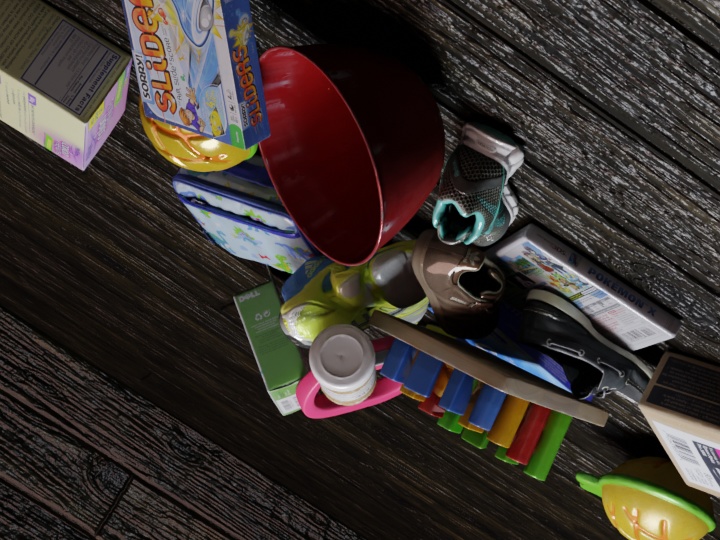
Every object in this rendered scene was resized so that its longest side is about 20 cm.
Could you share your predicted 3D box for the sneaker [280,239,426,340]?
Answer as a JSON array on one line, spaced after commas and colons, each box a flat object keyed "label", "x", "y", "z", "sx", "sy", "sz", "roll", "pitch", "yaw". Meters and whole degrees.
[{"label": "sneaker", "x": 0.000, "y": 0.000, "z": 1.682, "sx": 0.105, "sy": 0.200, "sz": 0.076, "roll": -123, "pitch": 14, "yaw": -55}]

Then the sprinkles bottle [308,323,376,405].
[{"label": "sprinkles bottle", "x": -0.017, "y": 0.105, "z": 1.669, "sx": 0.068, "sy": 0.068, "sz": 0.200, "roll": 29, "pitch": 172, "yaw": 6}]

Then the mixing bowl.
[{"label": "mixing bowl", "x": 0.002, "y": -0.116, "z": 1.337, "sx": 0.200, "sy": 0.108, "sz": 0.200, "roll": 43, "pitch": 148, "yaw": 36}]

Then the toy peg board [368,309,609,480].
[{"label": "toy peg board", "x": 0.122, "y": 0.140, "z": 1.645, "sx": 0.200, "sy": 0.098, "sz": 0.199, "roll": 25, "pitch": -178, "yaw": 42}]

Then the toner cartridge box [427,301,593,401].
[{"label": "toner cartridge box", "x": 0.177, "y": 0.083, "z": 1.768, "sx": 0.200, "sy": 0.043, "sz": 0.095, "roll": 39, "pitch": 160, "yaw": -25}]

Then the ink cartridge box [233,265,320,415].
[{"label": "ink cartridge box", "x": -0.118, "y": 0.081, "z": 2.048, "sx": 0.104, "sy": 0.059, "sz": 0.200, "roll": 71, "pitch": 176, "yaw": -66}]

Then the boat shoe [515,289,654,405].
[{"label": "boat shoe", "x": 0.235, "y": 0.099, "z": 1.603, "sx": 0.199, "sy": 0.066, "sz": 0.074, "roll": 40, "pitch": 160, "yaw": -30}]

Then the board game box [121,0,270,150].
[{"label": "board game box", "x": -0.150, "y": -0.214, "z": 1.342, "sx": 0.135, "sy": 0.034, "sz": 0.200, "roll": 21, "pitch": 132, "yaw": 38}]

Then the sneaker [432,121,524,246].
[{"label": "sneaker", "x": 0.096, "y": -0.059, "z": 1.424, "sx": 0.077, "sy": 0.091, "sz": 0.200, "roll": 27, "pitch": 163, "yaw": 15}]

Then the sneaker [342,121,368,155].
[{"label": "sneaker", "x": 0.027, "y": -0.087, "z": 1.504, "sx": 0.081, "sy": 0.074, "sz": 0.200, "roll": 25, "pitch": 164, "yaw": 10}]

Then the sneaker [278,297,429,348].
[{"label": "sneaker", "x": -0.003, "y": 0.033, "z": 1.757, "sx": 0.075, "sy": 0.200, "sz": 0.076, "roll": 61, "pitch": 145, "yaw": 21}]

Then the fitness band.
[{"label": "fitness band", "x": 0.009, "y": 0.136, "z": 2.007, "sx": 0.037, "sy": 0.200, "sz": 0.144, "roll": 64, "pitch": 145, "yaw": 22}]

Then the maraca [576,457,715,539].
[{"label": "maraca", "x": 0.350, "y": 0.283, "z": 1.904, "sx": 0.137, "sy": 0.107, "sz": 0.200, "roll": 37, "pitch": 163, "yaw": -24}]

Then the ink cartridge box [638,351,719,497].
[{"label": "ink cartridge box", "x": 0.400, "y": 0.180, "z": 1.612, "sx": 0.165, "sy": 0.075, "sz": 0.200, "roll": 19, "pitch": 159, "yaw": 38}]

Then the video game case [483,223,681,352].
[{"label": "video game case", "x": 0.212, "y": 0.027, "z": 1.592, "sx": 0.182, "sy": 0.022, "sz": 0.200, "roll": 33, "pitch": 164, "yaw": -6}]

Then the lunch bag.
[{"label": "lunch bag", "x": -0.110, "y": -0.069, "z": 1.772, "sx": 0.200, "sy": 0.083, "sz": 0.161, "roll": 20, "pitch": 157, "yaw": 30}]

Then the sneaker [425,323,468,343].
[{"label": "sneaker", "x": 0.147, "y": 0.136, "z": 1.915, "sx": 0.200, "sy": 0.079, "sz": 0.066, "roll": 21, "pitch": 159, "yaw": 25}]

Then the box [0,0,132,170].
[{"label": "box", "x": -0.368, "y": -0.226, "z": 1.737, "sx": 0.200, "sy": 0.097, "sz": 0.176, "roll": 33, "pitch": 163, "yaw": -2}]

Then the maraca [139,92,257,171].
[{"label": "maraca", "x": -0.158, "y": -0.162, "z": 1.539, "sx": 0.137, "sy": 0.107, "sz": 0.200, "roll": 31, "pitch": 163, "yaw": -5}]

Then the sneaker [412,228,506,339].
[{"label": "sneaker", "x": 0.117, "y": 0.027, "z": 1.589, "sx": 0.075, "sy": 0.071, "sz": 0.200, "roll": 17, "pitch": 164, "yaw": 30}]
